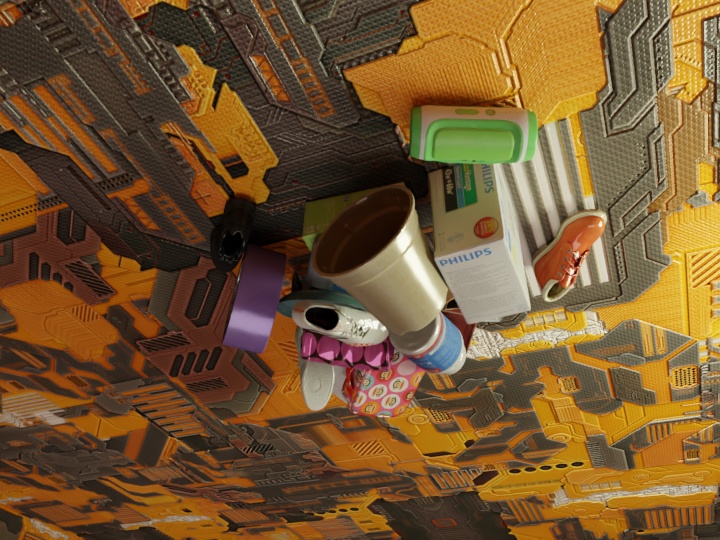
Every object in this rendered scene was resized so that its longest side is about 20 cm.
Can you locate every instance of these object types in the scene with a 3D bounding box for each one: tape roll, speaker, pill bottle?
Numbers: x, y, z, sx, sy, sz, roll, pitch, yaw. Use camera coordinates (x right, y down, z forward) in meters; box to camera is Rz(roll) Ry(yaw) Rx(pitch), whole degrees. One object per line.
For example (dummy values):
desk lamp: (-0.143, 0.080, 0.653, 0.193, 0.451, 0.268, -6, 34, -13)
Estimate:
tape roll: (-0.211, 0.056, 1.373, 0.083, 0.204, 0.201, 14, 141, -12)
speaker: (0.176, -0.216, 1.098, 0.194, 0.090, 0.090, 2, 143, 2)
pill bottle: (0.142, 0.141, 1.384, 0.110, 0.115, 0.200, -16, 149, 24)

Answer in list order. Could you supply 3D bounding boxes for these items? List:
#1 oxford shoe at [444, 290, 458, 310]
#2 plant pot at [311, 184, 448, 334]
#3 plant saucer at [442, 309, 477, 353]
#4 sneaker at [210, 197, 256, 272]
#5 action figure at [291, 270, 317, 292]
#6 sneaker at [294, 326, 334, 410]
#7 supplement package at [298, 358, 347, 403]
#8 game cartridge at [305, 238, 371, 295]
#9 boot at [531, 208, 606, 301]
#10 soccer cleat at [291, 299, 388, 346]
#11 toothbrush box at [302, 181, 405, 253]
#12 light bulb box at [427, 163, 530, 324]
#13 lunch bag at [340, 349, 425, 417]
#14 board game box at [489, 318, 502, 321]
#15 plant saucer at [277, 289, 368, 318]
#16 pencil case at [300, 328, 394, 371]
oxford shoe: (0.145, 0.040, 1.364, 0.194, 0.073, 0.072, 5, 144, 2)
plant pot: (0.048, -0.003, 1.150, 0.197, 0.203, 0.185, -21, 124, 28)
plant saucer: (0.147, 0.110, 1.493, 0.194, 0.038, 0.201, 11, 152, 6)
sneaker: (-0.255, -0.049, 1.337, 0.074, 0.093, 0.201, 12, 143, -13)
action figure: (-0.046, 0.051, 1.451, 0.194, 0.071, 0.131, 5, 158, 13)
sneaker: (-0.103, 0.199, 1.509, 0.072, 0.207, 0.118, -1, 171, -14)
supplement package: (-0.024, 0.204, 1.621, 0.153, 0.113, 0.200, -21, 137, 28)
game cartridge: (0.000, 0.000, 1.286, 0.194, 0.041, 0.134, 8, 148, -9)
boot: (0.399, -0.025, 1.305, 0.073, 0.109, 0.201, 16, 139, -14)
soccer cleat: (-0.032, 0.099, 1.278, 0.195, 0.071, 0.085, 17, 174, -18)
toothbrush box: (0.007, -0.068, 1.296, 0.195, 0.088, 0.147, -9, 142, 17)
light bulb box: (0.207, -0.052, 1.208, 0.122, 0.202, 0.201, -15, 138, 18)
lunch bag: (0.044, 0.225, 1.504, 0.172, 0.082, 0.203, 9, 120, -28)
board game box: (0.214, 0.040, 1.466, 0.194, 0.026, 0.202, 1, 142, 3)
plant saucer: (-0.071, 0.073, 1.372, 0.194, 0.028, 0.201, 5, 163, 1)
pencil case: (-0.027, 0.143, 1.391, 0.194, 0.092, 0.095, 3, 130, 10)
